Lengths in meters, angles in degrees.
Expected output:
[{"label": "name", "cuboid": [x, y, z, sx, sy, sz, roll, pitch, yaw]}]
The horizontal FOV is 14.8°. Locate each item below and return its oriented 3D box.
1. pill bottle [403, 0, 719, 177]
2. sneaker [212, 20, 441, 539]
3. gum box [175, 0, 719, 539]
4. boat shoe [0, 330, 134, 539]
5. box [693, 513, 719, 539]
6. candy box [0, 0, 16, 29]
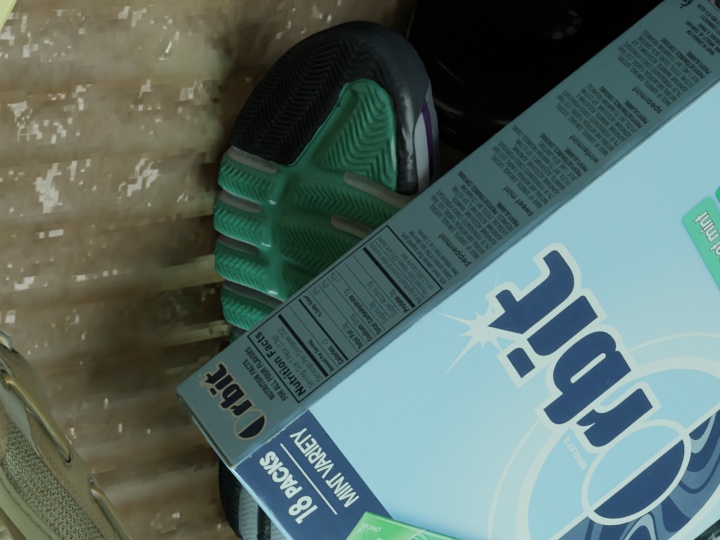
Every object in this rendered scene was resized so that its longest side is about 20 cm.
[{"label": "pill bottle", "cuboid": [0.091, -0.016, 0.967, 0.112, 0.111, 0.201, -46, 137, -26]}, {"label": "sneaker", "cuboid": [0.000, 0.000, 0.911, 0.087, 0.074, 0.201, -36, 144, -49]}, {"label": "gum box", "cuboid": [0.064, 0.034, 0.877, 0.200, 0.045, 0.170, -37, 135, -3]}, {"label": "boat shoe", "cuboid": [-0.123, 0.049, 0.786, 0.065, 0.071, 0.201, -81, 150, -47]}, {"label": "box", "cuboid": [0.142, 0.122, 1.040, 0.198, 0.199, 0.050, -1, 68, -49]}, {"label": "candy box", "cuboid": [-0.111, -0.135, 0.648, 0.115, 0.055, 0.201, 18, 110, -38]}]
